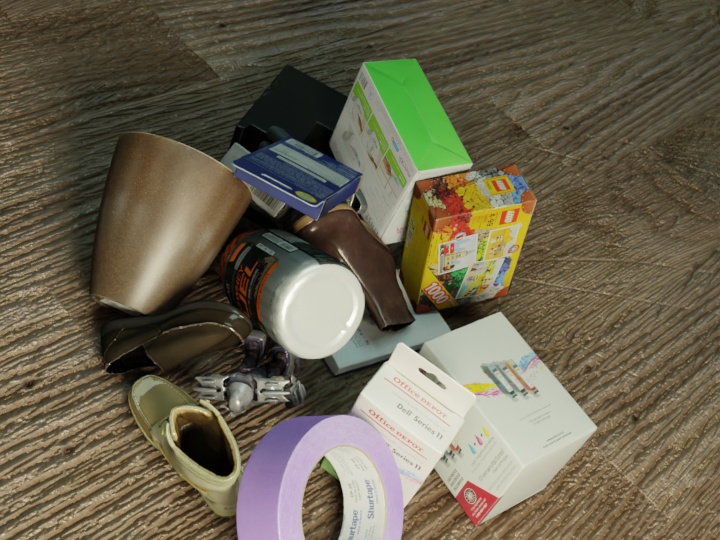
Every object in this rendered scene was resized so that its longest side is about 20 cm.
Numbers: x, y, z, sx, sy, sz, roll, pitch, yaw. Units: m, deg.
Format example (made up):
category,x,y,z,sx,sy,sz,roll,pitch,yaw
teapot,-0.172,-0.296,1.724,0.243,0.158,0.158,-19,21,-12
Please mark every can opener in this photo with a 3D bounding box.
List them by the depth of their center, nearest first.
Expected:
category,x,y,z,sx,sy,sz,roll,pitch,yaw
can opener,-0.067,-0.138,1.344,0.067,0.054,0.200,9,28,-51

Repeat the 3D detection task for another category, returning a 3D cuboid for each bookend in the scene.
category,x,y,z,sx,sy,sz,roll,pitch,yaw
bookend,-0.082,-0.205,1.488,0.199,0.092,0.199,28,45,0

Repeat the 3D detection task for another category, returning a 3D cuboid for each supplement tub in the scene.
category,x,y,z,sx,sy,sz,roll,pitch,yaw
supplement tub,-0.092,0.020,1.141,0.122,0.123,0.200,-6,19,-30

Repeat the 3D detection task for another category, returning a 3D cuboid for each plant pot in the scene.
category,x,y,z,sx,sy,sz,roll,pitch,yaw
plant pot,-0.261,-0.041,1.179,0.186,0.187,0.201,22,74,-4

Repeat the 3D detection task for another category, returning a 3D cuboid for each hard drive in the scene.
category,x,y,z,sx,sy,sz,roll,pitch,yaw
hard drive,0.016,0.068,1.318,0.199,0.025,0.132,-13,56,-34

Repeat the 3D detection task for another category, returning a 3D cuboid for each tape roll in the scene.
category,x,y,z,sx,sy,sz,roll,pitch,yaw
tape roll,-0.039,0.258,0.999,0.199,0.065,0.202,14,71,-48

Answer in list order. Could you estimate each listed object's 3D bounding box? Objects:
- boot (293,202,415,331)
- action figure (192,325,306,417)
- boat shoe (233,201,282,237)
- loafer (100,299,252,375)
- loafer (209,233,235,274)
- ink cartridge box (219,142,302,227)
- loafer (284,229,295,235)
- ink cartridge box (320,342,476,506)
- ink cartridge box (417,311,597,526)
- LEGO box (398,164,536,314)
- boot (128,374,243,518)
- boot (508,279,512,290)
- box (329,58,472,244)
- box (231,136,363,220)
category,x,y,z,sx,sy,sz,roll,pitch,yaw
boot,0.000,0.000,1.243,0.200,0.072,0.167,9,52,-62
action figure,-0.123,0.129,1.117,0.129,0.070,0.200,12,18,6
boat shoe,-0.191,-0.094,1.349,0.199,0.062,0.072,34,43,8
loafer,-0.220,0.091,1.108,0.199,0.073,0.072,-12,50,18
loafer,-0.191,-0.033,1.291,0.200,0.063,0.072,39,44,13
ink cartridge box,-0.129,-0.114,1.328,0.109,0.050,0.200,39,1,7
loafer,-0.067,-0.034,1.332,0.063,0.072,0.199,15,8,40
ink cartridge box,0.041,0.190,1.084,0.117,0.201,0.067,35,43,10
ink cartridge box,0.163,0.184,1.187,0.144,0.146,0.200,-16,56,-36
LEGO box,0.144,-0.041,1.299,0.148,0.201,0.077,-11,52,-15
boot,-0.194,0.171,1.020,0.072,0.155,0.200,-37,70,-19
boot,0.142,-0.031,1.456,0.131,0.070,0.200,-10,46,-24
box,0.049,-0.169,1.341,0.096,0.177,0.201,-11,60,-27
box,-0.081,-0.118,1.186,0.121,0.033,0.200,28,22,8
